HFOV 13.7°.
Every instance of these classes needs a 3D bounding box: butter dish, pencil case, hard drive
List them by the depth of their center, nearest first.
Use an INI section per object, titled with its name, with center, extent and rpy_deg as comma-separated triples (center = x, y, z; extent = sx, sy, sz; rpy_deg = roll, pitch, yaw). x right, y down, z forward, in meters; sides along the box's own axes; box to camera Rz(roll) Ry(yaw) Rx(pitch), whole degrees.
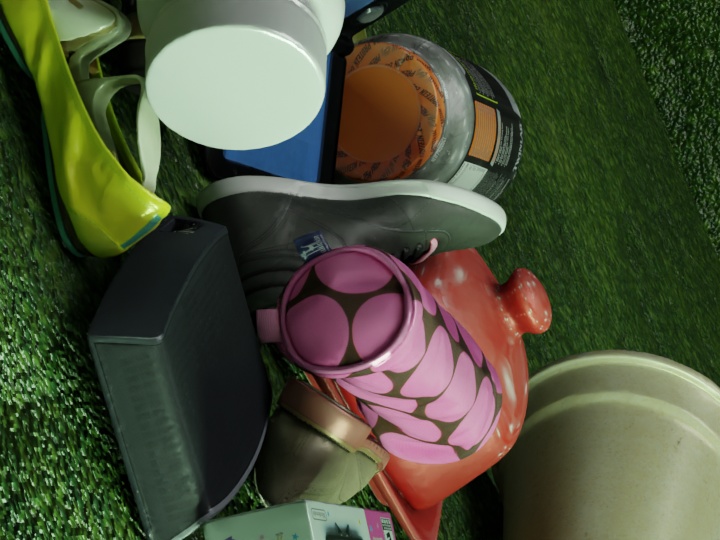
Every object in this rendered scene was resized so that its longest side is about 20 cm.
[hard drive]
center = -0.090, 0.053, 1.578
extent = 0.200, 0.042, 0.136
rpy_deg = -66, 142, -70
[pencil case]
center = 0.015, 0.052, 1.735
extent = 0.200, 0.093, 0.091
rpy_deg = 48, 25, -61
[butter dish]
center = 0.053, 0.045, 1.926
extent = 0.201, 0.147, 0.200
rpy_deg = 60, 15, -21

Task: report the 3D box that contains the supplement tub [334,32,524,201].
[supplement tub]
center = 0.037, -0.103, 2.147
extent = 0.123, 0.122, 0.200
rpy_deg = 69, 15, 11

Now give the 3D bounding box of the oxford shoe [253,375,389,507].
[oxford shoe]
center = -0.033, 0.111, 1.720
extent = 0.070, 0.075, 0.200
rpy_deg = 31, -6, 12

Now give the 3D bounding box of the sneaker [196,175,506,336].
[sneaker]
center = 0.000, 0.000, 1.818
extent = 0.071, 0.199, 0.100
rpy_deg = 132, -46, -57

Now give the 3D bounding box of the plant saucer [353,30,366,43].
[plant saucer]
center = -0.051, -0.226, 2.205
extent = 0.201, 0.031, 0.200
rpy_deg = 58, 16, -27

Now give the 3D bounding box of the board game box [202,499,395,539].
[board game box]
center = -0.013, 0.224, 1.533
extent = 0.147, 0.064, 0.201
rpy_deg = 20, 58, -70

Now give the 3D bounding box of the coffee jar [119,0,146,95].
[coffee jar]
center = -0.097, -0.192, 1.774
extent = 0.104, 0.085, 0.202
rpy_deg = 24, 66, -78

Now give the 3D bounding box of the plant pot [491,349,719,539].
[plant pot]
center = 0.175, 0.190, 2.099
extent = 0.201, 0.199, 0.184
rpy_deg = 59, 28, -26

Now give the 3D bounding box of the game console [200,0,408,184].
[game console]
center = -0.013, -0.140, 1.920
extent = 0.117, 0.175, 0.200
rpy_deg = 65, 17, 15

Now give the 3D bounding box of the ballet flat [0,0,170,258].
[ballet flat]
center = -0.148, -0.103, 1.604
extent = 0.067, 0.067, 0.201
rpy_deg = 29, 40, -64

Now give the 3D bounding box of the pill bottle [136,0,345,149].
[pill bottle]
center = -0.063, -0.172, 1.623
extent = 0.114, 0.113, 0.201
rpy_deg = 52, 29, -43
